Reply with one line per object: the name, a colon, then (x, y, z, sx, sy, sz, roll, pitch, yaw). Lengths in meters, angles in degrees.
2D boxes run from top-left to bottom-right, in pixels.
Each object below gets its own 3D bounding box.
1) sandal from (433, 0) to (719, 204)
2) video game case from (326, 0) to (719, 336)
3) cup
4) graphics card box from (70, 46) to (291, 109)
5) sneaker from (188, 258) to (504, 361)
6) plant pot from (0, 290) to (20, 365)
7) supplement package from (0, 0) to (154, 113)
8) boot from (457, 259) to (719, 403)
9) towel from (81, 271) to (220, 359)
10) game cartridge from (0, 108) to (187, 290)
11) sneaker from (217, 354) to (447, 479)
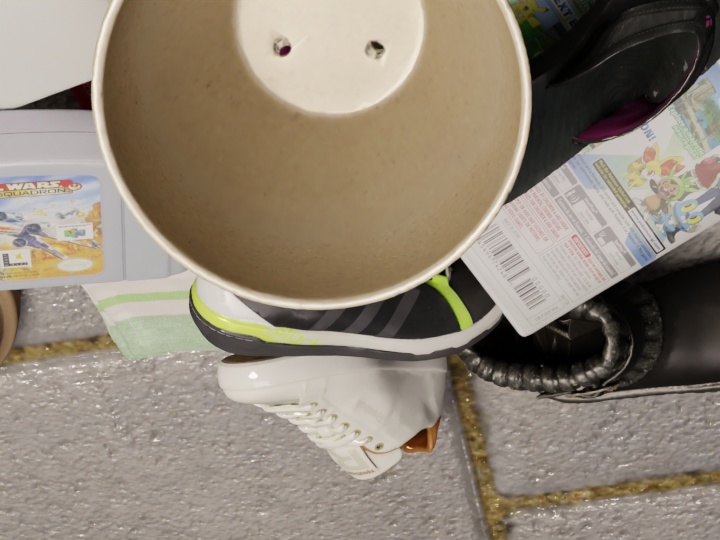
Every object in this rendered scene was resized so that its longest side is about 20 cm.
sandal: (0.129, -0.095, 1.018, 0.200, 0.048, 0.075, -39, 125, 1)
video game case: (0.110, -0.080, 1.082, 0.181, 0.022, 0.200, -31, 118, 15)
cup: (-0.019, -0.101, 0.972, 0.198, 0.143, 0.202, 1, 112, 3)
graphics card box: (-0.052, -0.102, 1.124, 0.198, 0.051, 0.126, -12, 138, 9)
sneaker: (0.000, 0.000, 1.121, 0.198, 0.072, 0.083, -5, 129, -24)
plant pot: (-0.310, 0.043, 1.246, 0.199, 0.093, 0.202, -2, 140, -2)
supplement package: (-0.213, -0.150, 1.009, 0.198, 0.118, 0.118, -17, 137, 17)
boot: (0.173, 0.033, 1.224, 0.209, 0.080, 0.158, -17, 164, 17)
towel: (-0.117, -0.016, 1.164, 0.151, 0.024, 0.201, -5, 140, 25)
game cartridge: (-0.182, -0.034, 1.053, 0.198, 0.042, 0.133, -4, 156, -8)
sneaker: (-0.010, 0.088, 1.257, 0.072, 0.086, 0.199, -3, 175, 40)
